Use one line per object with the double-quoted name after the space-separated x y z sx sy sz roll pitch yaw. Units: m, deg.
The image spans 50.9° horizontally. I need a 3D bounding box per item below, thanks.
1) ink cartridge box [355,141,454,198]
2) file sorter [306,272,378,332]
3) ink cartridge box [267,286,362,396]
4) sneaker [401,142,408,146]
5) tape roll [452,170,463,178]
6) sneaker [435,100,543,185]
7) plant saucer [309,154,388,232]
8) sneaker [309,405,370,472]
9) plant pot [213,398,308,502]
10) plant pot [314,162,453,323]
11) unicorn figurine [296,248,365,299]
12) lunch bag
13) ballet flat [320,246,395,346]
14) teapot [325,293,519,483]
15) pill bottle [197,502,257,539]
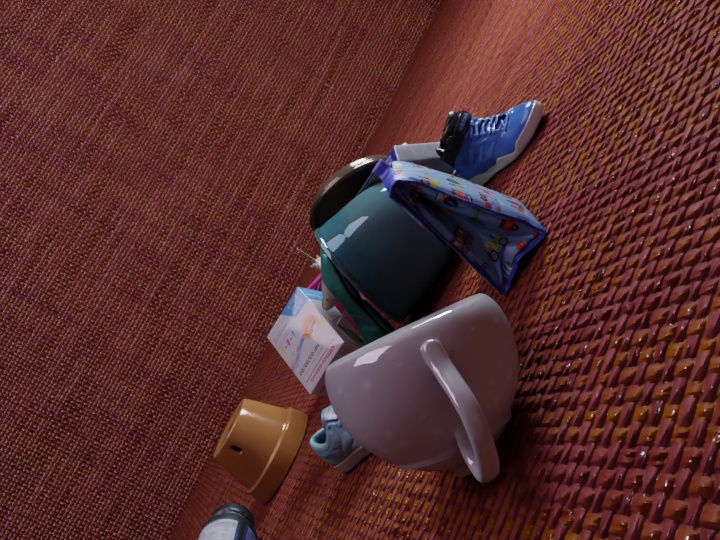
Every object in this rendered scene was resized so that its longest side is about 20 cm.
0.053 -0.136 1.283 0.198 0.044 0.197 -10 -29 -38 "ink cartridge box"
-0.065 0.115 1.503 0.127 0.138 0.200 -68 11 -23 "file sorter"
-0.065 0.135 1.302 0.200 0.067 0.116 45 110 39 "ink cartridge box"
0.085 -0.170 1.401 0.088 0.075 0.200 -43 -10 2 "sneaker"
0.163 -0.157 1.359 0.204 0.037 0.203 -59 8 14 "tape roll"
0.185 -0.210 1.152 0.077 0.110 0.200 -65 10 -26 "sneaker"
-0.004 -0.132 1.309 0.198 0.030 0.201 -26 -23 -12 "plant saucer"
-0.013 0.215 1.065 0.201 0.081 0.074 -55 11 36 "sneaker"
-0.216 0.362 1.591 0.201 0.139 0.200 -58 9 15 "plant pot"
0.062 -0.056 1.179 0.188 0.200 0.200 -45 11 8 "plant pot"
0.000 0.000 1.394 0.138 0.198 0.075 -130 32 -49 "unicorn figurine"
0.105 -0.079 0.914 0.095 0.198 0.151 -57 9 15 "lunch bag"
-0.020 0.057 1.206 0.070 0.201 0.067 -36 10 9 "ballet flat"
0.071 0.120 0.699 0.196 0.148 0.199 -28 -6 37 "teapot"
-0.245 0.514 1.373 0.113 0.111 0.200 -59 9 13 "pill bottle"
